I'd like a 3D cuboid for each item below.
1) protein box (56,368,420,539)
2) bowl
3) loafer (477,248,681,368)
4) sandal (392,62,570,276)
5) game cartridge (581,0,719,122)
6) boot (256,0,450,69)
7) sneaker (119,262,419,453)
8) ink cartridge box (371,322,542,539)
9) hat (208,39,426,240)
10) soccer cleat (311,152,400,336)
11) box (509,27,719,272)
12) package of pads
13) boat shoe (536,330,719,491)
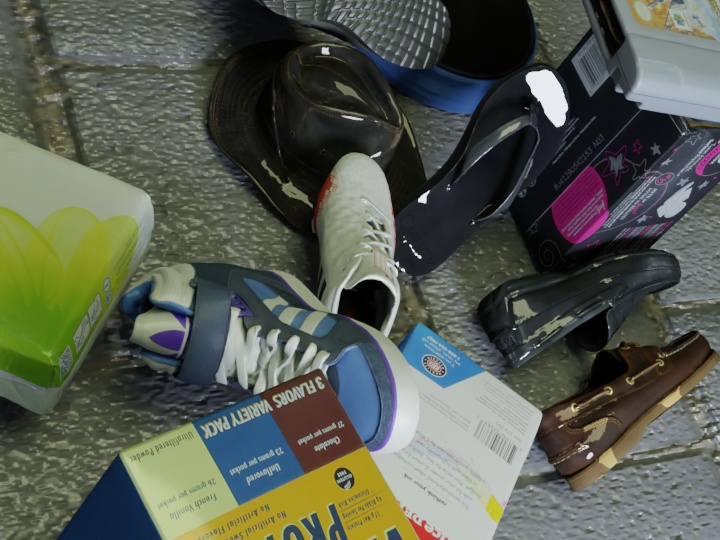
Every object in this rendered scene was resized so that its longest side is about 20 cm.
[{"bbox_3d":[-0.061,0.202,0.745,0.134,0.199,0.202,-20,71,-38],"label":"protein box"},{"bbox_3d":[0.073,-0.235,1.229,0.198,0.039,0.203,16,52,-21],"label":"bowl"},{"bbox_3d":[0.184,0.031,1.099,0.198,0.068,0.071,-14,75,-31],"label":"loafer"},{"bbox_3d":[0.099,-0.074,1.061,0.076,0.043,0.201,42,84,-23],"label":"sandal"},{"bbox_3d":[0.228,-0.203,1.034,0.131,0.042,0.202,2,56,-24],"label":"game cartridge"},{"bbox_3d":[-0.029,-0.230,1.121,0.198,0.069,0.130,15,11,-34],"label":"boot"},{"bbox_3d":[-0.072,0.057,0.861,0.145,0.082,0.200,0,26,-38],"label":"sneaker"},{"bbox_3d":[0.036,0.149,0.927,0.116,0.067,0.201,36,48,-4],"label":"ink cartridge box"},{"bbox_3d":[-0.016,-0.123,1.072,0.198,0.081,0.203,16,52,-22],"label":"hat"},{"bbox_3d":[0.000,0.000,0.976,0.068,0.085,0.203,19,63,-20],"label":"soccer cleat"},{"bbox_3d":[0.216,-0.106,1.118,0.113,0.200,0.134,-7,61,-35],"label":"box"},{"bbox_3d":[-0.244,-0.016,0.849,0.197,0.069,0.156,22,50,3],"label":"package of pads"},{"bbox_3d":[0.210,0.092,1.067,0.199,0.070,0.071,-32,82,-41],"label":"boat shoe"}]
